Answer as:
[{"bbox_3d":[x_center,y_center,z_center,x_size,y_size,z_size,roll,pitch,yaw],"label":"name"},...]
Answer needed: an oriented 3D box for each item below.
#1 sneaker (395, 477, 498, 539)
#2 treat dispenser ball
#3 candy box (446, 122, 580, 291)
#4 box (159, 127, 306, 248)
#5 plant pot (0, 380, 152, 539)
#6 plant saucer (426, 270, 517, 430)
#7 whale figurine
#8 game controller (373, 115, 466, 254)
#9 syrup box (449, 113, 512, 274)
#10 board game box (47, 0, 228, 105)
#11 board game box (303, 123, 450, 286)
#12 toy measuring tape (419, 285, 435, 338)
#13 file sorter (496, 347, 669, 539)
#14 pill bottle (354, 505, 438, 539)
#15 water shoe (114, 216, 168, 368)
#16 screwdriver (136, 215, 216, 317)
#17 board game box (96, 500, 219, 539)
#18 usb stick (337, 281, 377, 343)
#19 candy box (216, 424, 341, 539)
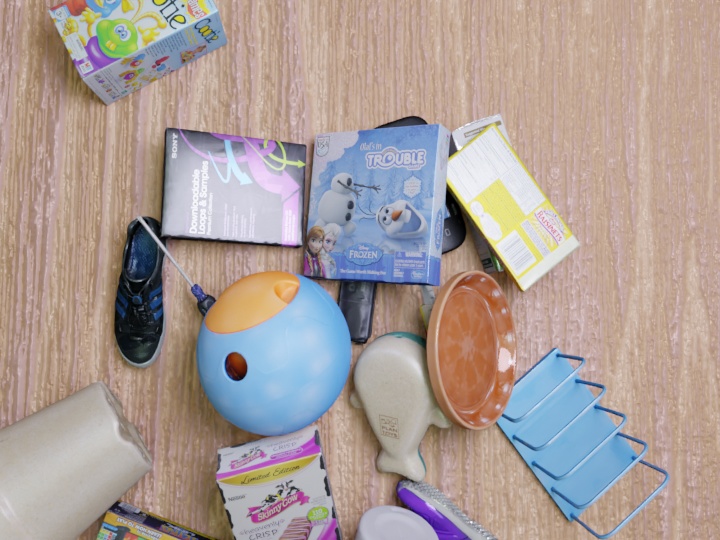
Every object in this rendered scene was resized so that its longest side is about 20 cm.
[{"bbox_3d":[0.115,0.377,0.892,0.198,0.070,0.100,38,87,-1],"label":"sneaker"},{"bbox_3d":[-0.109,0.103,0.825,0.194,0.201,0.208,0,86,-4],"label":"treat dispenser ball"},{"bbox_3d":[0.196,-0.084,0.868,0.101,0.026,0.202,-35,90,-6],"label":"candy box"},{"bbox_3d":[-0.172,-0.110,0.892,0.194,0.036,0.148,3,86,-20],"label":"box"},{"bbox_3d":[-0.371,0.246,0.814,0.181,0.200,0.203,-33,89,-16],"label":"plant pot"},{"bbox_3d":[0.146,0.104,0.857,0.197,0.032,0.207,8,80,-48],"label":"plant saucer"},{"bbox_3d":[0.061,0.182,0.893,0.155,0.103,0.206,4,107,29],"label":"whale figurine"},{"bbox_3d":[0.080,-0.118,0.934,0.102,0.042,0.205,-20,89,-5],"label":"game controller"},{"bbox_3d":[0.188,-0.106,0.923,0.079,0.079,0.205,-20,88,-5],"label":"syrup box"},{"bbox_3d":[-0.296,-0.332,0.887,0.196,0.105,0.105,-29,88,-6],"label":"board game box"},{"bbox_3d":[0.019,-0.086,0.876,0.195,0.043,0.206,2,84,31],"label":"board game box"},{"bbox_3d":[0.115,0.044,0.905,0.072,0.074,0.205,-18,99,-5],"label":"toy measuring tape"},{"bbox_3d":[0.297,0.232,0.889,0.138,0.123,0.202,-37,89,-6],"label":"file sorter"},{"bbox_3d":[0.027,0.425,0.845,0.108,0.112,0.206,13,104,-3],"label":"pill bottle"},{"bbox_3d":[-0.303,0.029,0.876,0.069,0.079,0.207,2,86,-4],"label":"water shoe"},{"bbox_3d":[-0.233,0.008,0.870,0.028,0.029,0.203,-45,121,-27],"label":"screwdriver"},{"bbox_3d":[-0.271,0.427,0.865,0.195,0.057,0.169,21,84,-3],"label":"board game box"},{"bbox_3d":[0.000,0.000,0.925,0.054,0.033,0.206,6,86,10],"label":"usb stick"},{"bbox_3d":[-0.099,0.313,0.842,0.132,0.061,0.205,-13,114,-5],"label":"candy box"}]
